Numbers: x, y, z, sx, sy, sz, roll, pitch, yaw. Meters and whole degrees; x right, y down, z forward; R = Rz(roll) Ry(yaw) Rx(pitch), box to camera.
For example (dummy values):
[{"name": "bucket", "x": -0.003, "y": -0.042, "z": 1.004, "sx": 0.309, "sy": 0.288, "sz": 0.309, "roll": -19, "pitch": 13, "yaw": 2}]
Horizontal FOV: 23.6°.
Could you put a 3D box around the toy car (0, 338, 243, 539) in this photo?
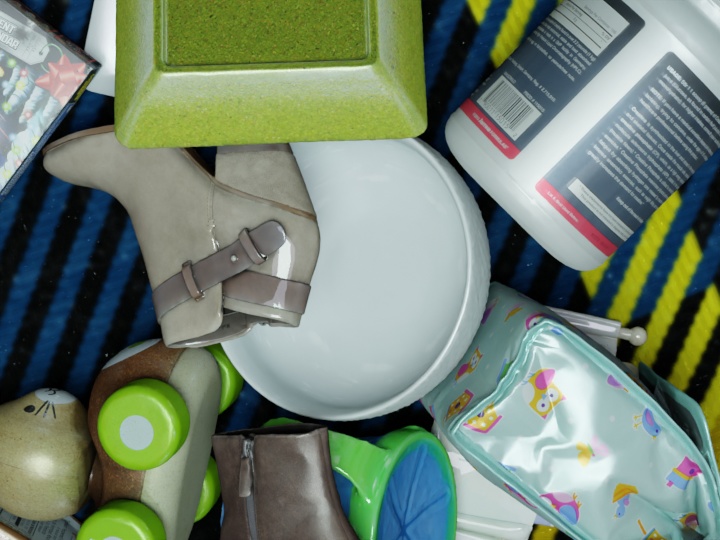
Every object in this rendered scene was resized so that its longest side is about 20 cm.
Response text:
[{"name": "toy car", "x": -0.201, "y": 0.108, "z": 1.157, "sx": 0.200, "sy": 0.164, "sz": 0.158, "roll": 14, "pitch": 101, "yaw": 8}]

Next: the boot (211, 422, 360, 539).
[{"name": "boot", "x": -0.067, "y": 0.183, "z": 1.106, "sx": 0.200, "sy": 0.072, "sz": 0.167, "roll": -13, "pitch": 92, "yaw": 45}]

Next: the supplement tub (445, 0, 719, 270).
[{"name": "supplement tub", "x": 0.166, "y": -0.111, "z": 1.116, "sx": 0.140, "sy": 0.140, "sz": 0.200, "roll": 44, "pitch": 98, "yaw": -9}]

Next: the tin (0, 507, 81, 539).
[{"name": "tin", "x": -0.266, "y": 0.163, "z": 1.182, "sx": 0.200, "sy": 0.112, "sz": 0.042, "roll": 33, "pitch": 99, "yaw": -7}]

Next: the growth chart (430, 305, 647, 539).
[{"name": "growth chart", "x": 0.113, "y": 0.114, "z": 1.225, "sx": 0.145, "sy": 0.018, "sz": 0.200, "roll": 20, "pitch": 101, "yaw": -5}]

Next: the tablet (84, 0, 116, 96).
[{"name": "tablet", "x": -0.081, "y": -0.163, "z": 1.168, "sx": 0.200, "sy": 0.014, "sz": 0.130, "roll": 13, "pitch": 101, "yaw": -3}]

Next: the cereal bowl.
[{"name": "cereal bowl", "x": 0.000, "y": 0.000, "z": 1.148, "sx": 0.200, "sy": 0.083, "sz": 0.200, "roll": -2, "pitch": 85, "yaw": 27}]

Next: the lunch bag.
[{"name": "lunch bag", "x": 0.150, "y": 0.109, "z": 1.129, "sx": 0.200, "sy": 0.170, "sz": 0.122, "roll": 36, "pitch": 92, "yaw": -9}]

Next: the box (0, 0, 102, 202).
[{"name": "box", "x": -0.293, "y": -0.143, "z": 1.150, "sx": 0.200, "sy": 0.040, "sz": 0.137, "roll": 37, "pitch": 98, "yaw": -4}]

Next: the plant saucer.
[{"name": "plant saucer", "x": -0.060, "y": -0.182, "z": 1.101, "sx": 0.200, "sy": 0.048, "sz": 0.200, "roll": -2, "pitch": 73, "yaw": 0}]

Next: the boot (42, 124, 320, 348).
[{"name": "boot", "x": -0.120, "y": -0.022, "z": 1.126, "sx": 0.200, "sy": 0.070, "sz": 0.146, "roll": -7, "pitch": 79, "yaw": 25}]

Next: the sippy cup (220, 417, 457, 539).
[{"name": "sippy cup", "x": -0.019, "y": 0.170, "z": 1.172, "sx": 0.130, "sy": 0.140, "sz": 0.178, "roll": 3, "pitch": 106, "yaw": 26}]
